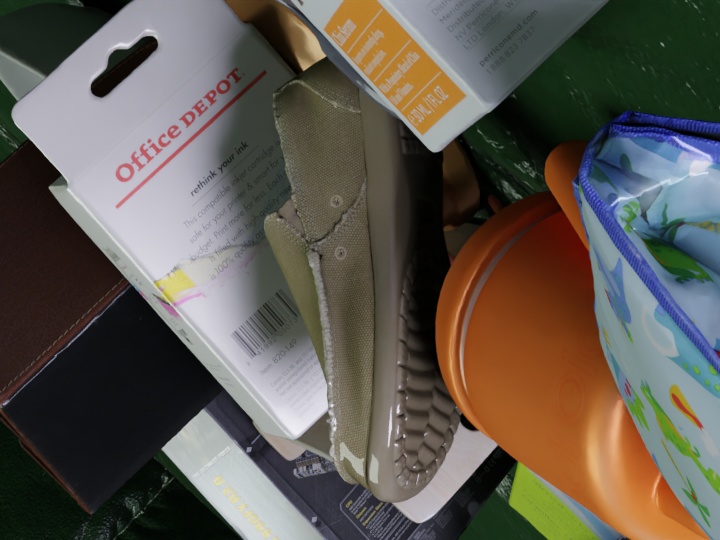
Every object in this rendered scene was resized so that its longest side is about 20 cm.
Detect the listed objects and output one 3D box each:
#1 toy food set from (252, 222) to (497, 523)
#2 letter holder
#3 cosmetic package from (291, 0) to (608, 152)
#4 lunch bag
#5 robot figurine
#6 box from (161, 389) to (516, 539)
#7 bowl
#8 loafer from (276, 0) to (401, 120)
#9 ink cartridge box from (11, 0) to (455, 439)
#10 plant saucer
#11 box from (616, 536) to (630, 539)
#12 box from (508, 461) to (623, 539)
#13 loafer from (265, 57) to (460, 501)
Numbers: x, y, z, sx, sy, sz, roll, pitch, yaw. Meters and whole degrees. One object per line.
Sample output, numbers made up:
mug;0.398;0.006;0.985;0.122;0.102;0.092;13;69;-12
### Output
toy food set;0.036;0.050;1.211;0.060;0.144;0.200;46;169;-18
letter holder;-0.123;-0.004;1.273;0.142;0.200;0.101;36;166;43
cosmetic package;-0.008;-0.143;0.883;0.200;0.071;0.101;47;169;-1
lunch bag;0.156;0.040;0.780;0.200;0.128;0.170;32;165;18
robot figurine;0.104;0.034;0.977;0.144;0.117;0.200;37;178;-35
box;-0.001;0.087;1.370;0.158;0.200;0.048;46;132;-3
bowl;-0.137;-0.085;1.559;0.200;0.075;0.200;29;159;55
loafer;-0.021;-0.139;0.996;0.200;0.072;0.063;39;148;8
ink cartridge box;-0.062;-0.033;1.162;0.200;0.116;0.067;50;169;-10
plant saucer;-0.023;-0.089;1.219;0.200;0.037;0.200;44;168;12
box;0.156;0.225;1.168;0.200;0.050;0.199;51;169;8
box;0.129;0.112;1.152;0.122;0.048;0.200;43;167;13
loafer;0.000;0.000;1.060;0.067;0.201;0.076;-8;163;25
